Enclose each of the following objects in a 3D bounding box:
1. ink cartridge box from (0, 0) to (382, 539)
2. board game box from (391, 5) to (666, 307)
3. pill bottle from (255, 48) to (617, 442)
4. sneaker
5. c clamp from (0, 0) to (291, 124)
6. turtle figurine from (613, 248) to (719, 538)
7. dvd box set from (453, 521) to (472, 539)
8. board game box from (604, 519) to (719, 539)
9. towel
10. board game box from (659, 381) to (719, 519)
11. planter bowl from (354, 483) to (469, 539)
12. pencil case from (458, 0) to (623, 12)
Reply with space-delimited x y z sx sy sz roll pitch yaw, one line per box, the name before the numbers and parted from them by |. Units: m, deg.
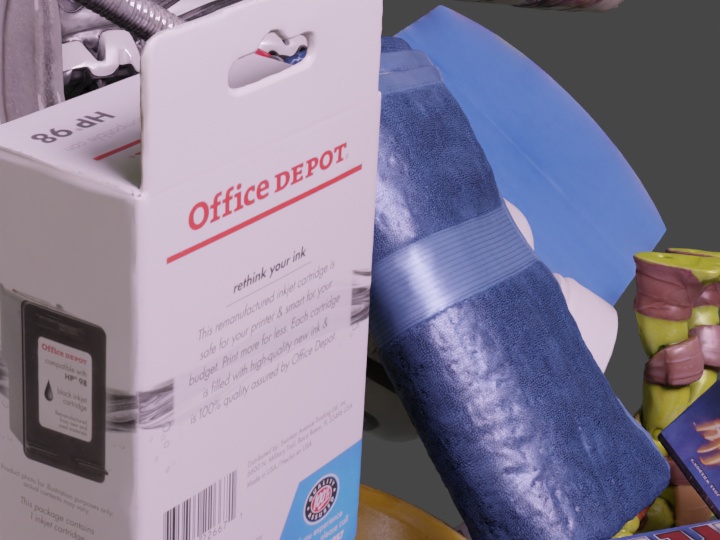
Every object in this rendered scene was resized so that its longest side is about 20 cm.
ink cartridge box | -0.054 0.007 0.643 0.066 0.201 0.116 18 28 31
board game box | 0.062 -0.044 1.009 0.158 0.039 0.200 45 27 1
pill bottle | 0.000 0.000 0.866 0.199 0.111 0.111 31 40 -10
sneaker | -0.076 -0.114 0.940 0.199 0.066 0.091 -8 73 -40
c clamp | -0.071 -0.068 0.739 0.200 0.027 0.172 32 42 -42
turtle figurine | 0.137 0.073 0.901 0.199 0.064 0.162 -2 98 -52
dvd box set | 0.067 0.192 0.799 0.146 0.029 0.200 -19 67 -46
board game box | 0.140 0.177 0.689 0.135 0.201 0.035 -8 12 -11
towel | 0.037 0.011 0.760 0.201 0.048 0.112 63 23 4
board game box | 0.205 0.135 0.830 0.200 0.035 0.136 39 13 -44
planter bowl | -0.049 0.144 0.687 0.199 0.084 0.201 4 24 -2
pencil case | 0.054 -0.183 1.104 0.199 0.078 0.090 0 74 -38
